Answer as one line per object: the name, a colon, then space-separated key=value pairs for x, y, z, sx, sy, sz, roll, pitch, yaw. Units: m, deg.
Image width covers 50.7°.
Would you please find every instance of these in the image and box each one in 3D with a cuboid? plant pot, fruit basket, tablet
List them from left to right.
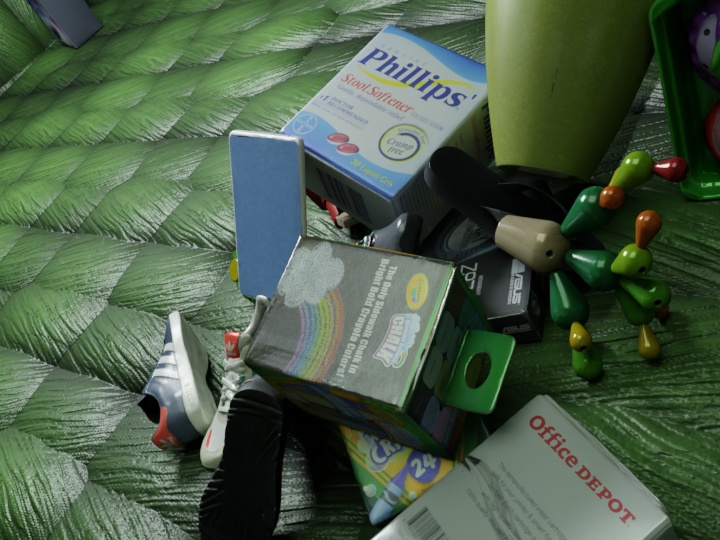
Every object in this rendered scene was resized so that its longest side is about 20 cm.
tablet: x=-0.105 y=-0.057 z=0.882 sx=0.129 sy=0.204 sz=0.014 roll=14 pitch=23 yaw=42
plant pot: x=0.197 y=-0.194 z=0.746 sx=0.185 sy=0.185 sz=0.204 roll=14 pitch=93 yaw=46
fruit basket: x=0.340 y=-0.148 z=0.655 sx=0.153 sy=0.217 sz=0.218 roll=-3 pitch=48 yaw=36

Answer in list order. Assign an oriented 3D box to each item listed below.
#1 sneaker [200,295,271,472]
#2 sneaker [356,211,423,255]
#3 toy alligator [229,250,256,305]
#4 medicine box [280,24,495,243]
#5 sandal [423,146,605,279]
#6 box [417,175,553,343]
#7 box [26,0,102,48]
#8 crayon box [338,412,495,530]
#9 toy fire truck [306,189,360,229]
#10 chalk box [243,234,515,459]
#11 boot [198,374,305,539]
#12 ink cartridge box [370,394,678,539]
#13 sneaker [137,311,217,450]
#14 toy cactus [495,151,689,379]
sneaker: x=-0.134 y=0.119 z=0.844 sx=0.069 sy=0.094 sz=0.202 roll=3 pitch=52 yaw=40
sneaker: x=0.000 y=0.000 z=0.782 sx=0.201 sy=0.086 sz=0.075 roll=116 pitch=173 yaw=-57
toy alligator: x=-0.114 y=0.026 z=0.966 sx=0.199 sy=0.058 sz=0.055 roll=27 pitch=111 yaw=47
medicine box: x=0.044 y=-0.156 z=0.868 sx=0.181 sy=0.103 sz=0.200 roll=33 pitch=72 yaw=31
sandal: x=0.152 y=-0.058 z=0.741 sx=0.077 sy=0.198 sz=0.043 roll=-56 pitch=-3 yaw=-39
box: x=0.120 y=-0.008 z=0.815 sx=0.158 sy=0.044 sz=0.202 roll=-11 pitch=44 yaw=31
box: x=-0.958 y=-0.834 z=2.428 sx=0.123 sy=0.201 sz=0.197 roll=-46 pitch=38 yaw=-14
crayon box: x=0.040 y=0.117 z=0.698 sx=0.124 sy=0.052 sz=0.202 roll=-30 pitch=53 yaw=9
toy fire truck: x=0.009 y=-0.125 z=0.985 sx=0.174 sy=0.129 sz=0.202 roll=-33 pitch=54 yaw=11
chalk box: x=0.030 y=0.066 z=0.624 sx=0.197 sy=0.124 sz=0.126 roll=13 pitch=68 yaw=31
boot: x=-0.087 y=0.165 z=0.763 sx=0.075 sy=0.204 sz=0.168 roll=17 pitch=20 yaw=9
ink cartridge box: x=0.113 y=0.213 z=0.554 sx=0.199 sy=0.084 sz=0.145 roll=-39 pitch=37 yaw=-4
sneaker: x=-0.232 y=0.131 z=0.925 sx=0.084 sy=0.076 sz=0.201 roll=-29 pitch=38 yaw=2
toy cactus: x=0.197 y=-0.014 z=0.661 sx=0.164 sy=0.204 sz=0.101 roll=26 pitch=36 yaw=38
